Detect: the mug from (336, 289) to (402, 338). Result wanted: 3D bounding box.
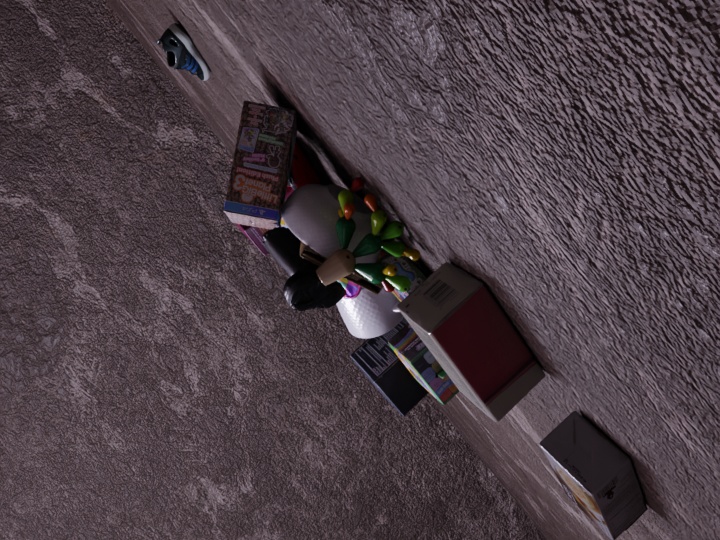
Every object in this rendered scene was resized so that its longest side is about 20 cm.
[{"bbox_3d":[0.027,0.044,1.888,0.198,0.148,0.177,4,131,38],"label":"mug"}]

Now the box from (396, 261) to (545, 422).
[{"bbox_3d":[0.167,0.106,1.245,0.201,0.109,0.128,52,174,-26],"label":"box"}]

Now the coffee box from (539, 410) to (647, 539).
[{"bbox_3d":[0.361,0.318,1.265,0.114,0.080,0.201,45,172,42],"label":"coffee box"}]

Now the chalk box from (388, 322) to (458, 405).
[{"bbox_3d":[0.162,0.177,1.682,0.124,0.125,0.200,51,175,-20],"label":"chalk box"}]

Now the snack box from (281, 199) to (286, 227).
[{"bbox_3d":[-0.110,-0.045,1.783,0.142,0.053,0.201,48,164,33],"label":"snack box"}]

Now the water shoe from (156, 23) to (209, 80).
[{"bbox_3d":[-0.438,-0.523,2.017,0.072,0.079,0.200,47,174,25],"label":"water shoe"}]

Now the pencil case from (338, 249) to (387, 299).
[{"bbox_3d":[0.000,0.000,1.625,0.089,0.088,0.200,48,-156,7],"label":"pencil case"}]

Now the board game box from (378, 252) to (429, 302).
[{"bbox_3d":[0.120,0.049,1.488,0.200,0.061,0.200,49,173,17],"label":"board game box"}]

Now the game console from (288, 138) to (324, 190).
[{"bbox_3d":[-0.154,-0.187,1.731,0.200,0.117,0.174,56,-155,-55],"label":"game console"}]

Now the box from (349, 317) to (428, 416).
[{"bbox_3d":[0.105,0.198,1.891,0.124,0.198,0.200,51,175,-20],"label":"box"}]

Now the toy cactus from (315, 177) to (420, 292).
[{"bbox_3d":[-0.001,-0.037,1.377,0.201,0.164,0.102,57,-176,-4],"label":"toy cactus"}]

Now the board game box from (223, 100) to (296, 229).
[{"bbox_3d":[-0.180,-0.188,1.516,0.095,0.203,0.159,10,175,-3],"label":"board game box"}]

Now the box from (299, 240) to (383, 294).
[{"bbox_3d":[-0.036,-0.041,1.524,0.162,0.021,0.201,27,-158,-15],"label":"box"}]

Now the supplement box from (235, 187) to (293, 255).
[{"bbox_3d":[-0.212,-0.158,2.026,0.131,0.200,0.103,42,171,46],"label":"supplement box"}]

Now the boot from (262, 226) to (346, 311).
[{"bbox_3d":[-0.117,-0.010,1.468,0.163,0.073,0.198,49,-166,18],"label":"boot"}]

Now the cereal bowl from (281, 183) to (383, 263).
[{"bbox_3d":[-0.040,-0.095,1.491,0.198,0.084,0.201,27,-157,-12],"label":"cereal bowl"}]
